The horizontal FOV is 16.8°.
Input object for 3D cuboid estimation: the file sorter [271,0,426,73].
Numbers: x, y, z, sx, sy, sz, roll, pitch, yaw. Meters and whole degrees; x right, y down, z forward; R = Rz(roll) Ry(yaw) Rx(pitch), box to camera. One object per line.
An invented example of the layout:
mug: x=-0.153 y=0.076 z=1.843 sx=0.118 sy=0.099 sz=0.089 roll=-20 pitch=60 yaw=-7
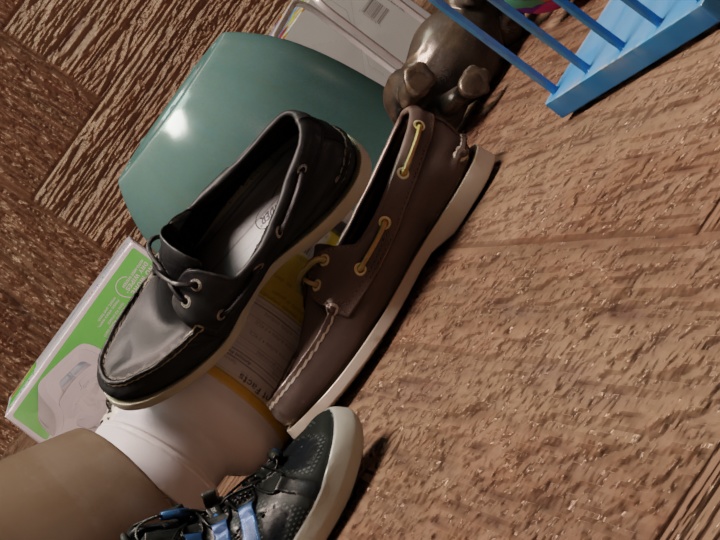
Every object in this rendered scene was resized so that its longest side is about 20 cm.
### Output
file sorter: x=-0.036 y=-0.115 z=1.815 sx=0.200 sy=0.124 sz=0.139 roll=-52 pitch=8 yaw=22

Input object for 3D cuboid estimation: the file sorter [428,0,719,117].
file sorter: x=0.123 y=-0.185 z=1.201 sx=0.139 sy=0.123 sz=0.200 roll=-58 pitch=9 yaw=-17

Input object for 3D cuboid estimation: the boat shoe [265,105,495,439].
boat shoe: x=0.000 y=0.000 z=1.366 sx=0.200 sy=0.059 sz=0.072 roll=-57 pitch=10 yaw=-13

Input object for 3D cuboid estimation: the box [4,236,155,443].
box: x=-0.235 y=0.077 z=2.272 sx=0.200 sy=0.097 sz=0.176 roll=-54 pitch=6 yaw=-1

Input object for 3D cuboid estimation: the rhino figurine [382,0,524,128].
rhino figurine: x=0.078 y=-0.163 z=1.582 sx=0.200 sy=0.060 sz=0.087 roll=-56 pitch=3 yaw=-26

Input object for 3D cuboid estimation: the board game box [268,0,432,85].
board game box: x=-0.010 y=-0.200 z=2.072 sx=0.103 sy=0.105 sz=0.200 roll=-54 pitch=8 yaw=3

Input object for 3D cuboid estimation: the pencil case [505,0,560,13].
pencil case: x=0.130 y=-0.214 z=1.416 sx=0.089 sy=0.088 sz=0.200 roll=-57 pitch=8 yaw=-20

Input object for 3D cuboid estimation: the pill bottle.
pill bottle: x=-0.076 y=0.048 z=1.423 sx=0.200 sy=0.112 sz=0.112 roll=-57 pitch=9 yaw=-19

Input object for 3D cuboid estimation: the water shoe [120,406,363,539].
water shoe: x=-0.074 y=0.138 z=1.165 sx=0.200 sy=0.079 sz=0.071 roll=-56 pitch=9 yaw=-10

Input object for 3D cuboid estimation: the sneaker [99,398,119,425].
sneaker: x=-0.176 y=0.105 z=1.907 sx=0.200 sy=0.072 sz=0.072 roll=-57 pitch=10 yaw=-7

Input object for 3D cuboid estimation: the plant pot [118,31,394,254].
plant pot: x=-0.064 y=-0.064 z=1.637 sx=0.201 sy=0.161 sz=0.201 roll=-52 pitch=9 yaw=12

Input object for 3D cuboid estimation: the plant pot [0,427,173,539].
plant pot: x=-0.182 y=0.182 z=1.309 sx=0.173 sy=0.200 sz=0.200 roll=-41 pitch=3 yaw=-22

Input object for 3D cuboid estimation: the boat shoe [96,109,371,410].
boat shoe: x=-0.082 y=-0.010 z=1.338 sx=0.199 sy=0.066 sz=0.075 roll=-42 pitch=51 yaw=5
